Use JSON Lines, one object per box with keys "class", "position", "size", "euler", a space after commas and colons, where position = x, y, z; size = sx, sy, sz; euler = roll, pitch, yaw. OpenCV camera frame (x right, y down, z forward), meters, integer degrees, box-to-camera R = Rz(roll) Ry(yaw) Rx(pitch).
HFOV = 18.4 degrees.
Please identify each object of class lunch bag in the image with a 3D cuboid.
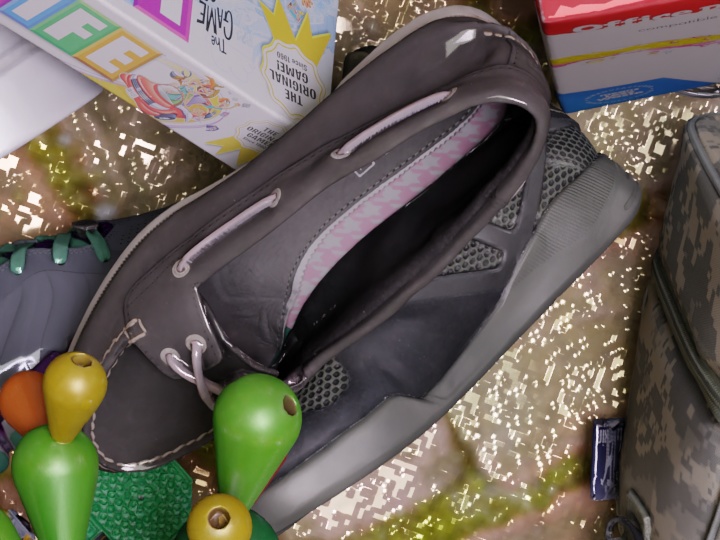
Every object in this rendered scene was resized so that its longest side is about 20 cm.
{"class": "lunch bag", "position": [0.195, 0.043, 0.802], "size": [0.199, 0.139, 0.168], "euler": [1, 117, -12]}

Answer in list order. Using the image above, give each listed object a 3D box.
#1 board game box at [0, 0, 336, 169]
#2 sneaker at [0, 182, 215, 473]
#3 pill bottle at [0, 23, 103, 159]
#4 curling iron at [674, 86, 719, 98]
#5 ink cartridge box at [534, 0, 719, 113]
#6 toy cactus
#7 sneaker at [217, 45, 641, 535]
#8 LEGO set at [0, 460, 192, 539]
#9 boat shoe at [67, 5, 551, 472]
{"class": "board game box", "position": [-0.086, -0.133, 0.705], "size": [0.200, 0.034, 0.135], "euler": [31, 50, -37]}
{"class": "sneaker", "position": [-0.121, 0.012, 0.756], "size": [0.200, 0.074, 0.088], "euler": [-38, 106, -17]}
{"class": "pill bottle", "position": [-0.176, -0.119, 0.726], "size": [0.115, 0.116, 0.200], "euler": [-33, 101, -7]}
{"class": "curling iron", "position": [0.174, -0.149, 0.838], "size": [0.049, 0.026, 0.201], "euler": [32, 89, -5]}
{"class": "ink cartridge box", "position": [0.111, -0.110, 0.726], "size": [0.116, 0.200, 0.068], "euler": [-11, 83, 7]}
{"class": "toy cactus", "position": [-0.078, 0.121, 0.684], "size": [0.200, 0.102, 0.165], "euler": [-50, 122, -5]}
{"class": "sneaker", "position": [0.000, 0.000, 0.781], "size": [0.114, 0.076, 0.199], "euler": [45, 69, -4]}
{"class": "LEGO set", "position": [-0.075, 0.169, 0.786], "size": [0.200, 0.116, 0.154], "euler": [40, 67, 1]}
{"class": "boat shoe", "position": [-0.021, -0.001, 0.697], "size": [0.200, 0.057, 0.067], "euler": [-44, 120, 11]}
